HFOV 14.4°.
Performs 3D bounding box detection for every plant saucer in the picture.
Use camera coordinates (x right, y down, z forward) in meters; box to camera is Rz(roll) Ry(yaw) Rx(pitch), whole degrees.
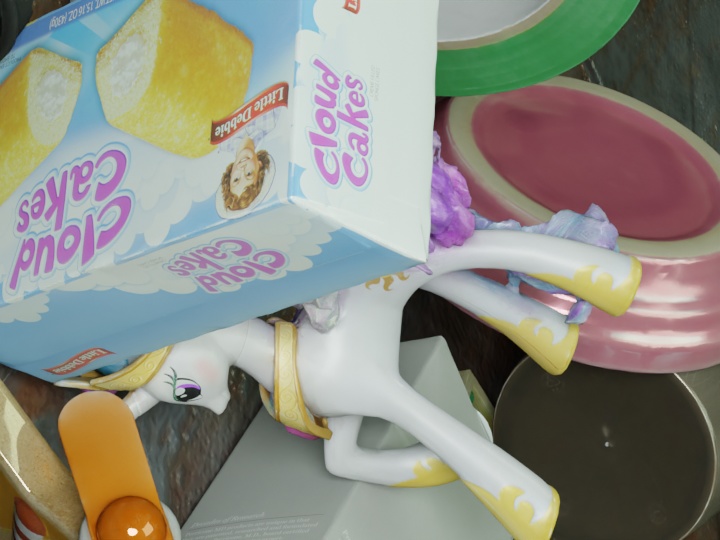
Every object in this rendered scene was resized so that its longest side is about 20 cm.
[{"bbox_3d":[0.104,-0.032,1.334,0.201,0.200,0.051,-47,161,-55],"label":"plant saucer"}]

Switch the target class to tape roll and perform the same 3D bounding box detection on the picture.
[{"bbox_3d":[0.024,-0.159,1.137,0.201,0.200,0.048,59,34,-35],"label":"tape roll"}]

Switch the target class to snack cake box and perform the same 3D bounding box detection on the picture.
[{"bbox_3d":[-0.065,-0.041,1.005,0.067,0.200,0.115,24,60,-39],"label":"snack cake box"}]

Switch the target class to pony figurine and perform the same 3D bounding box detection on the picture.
[{"bbox_3d":[0.000,0.000,1.096,0.167,0.200,0.193,-139,-113,-73],"label":"pony figurine"}]

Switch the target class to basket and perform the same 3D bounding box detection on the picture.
[{"bbox_3d":[0.155,0.054,1.403,0.200,0.180,0.136,-36,125,-59],"label":"basket"}]

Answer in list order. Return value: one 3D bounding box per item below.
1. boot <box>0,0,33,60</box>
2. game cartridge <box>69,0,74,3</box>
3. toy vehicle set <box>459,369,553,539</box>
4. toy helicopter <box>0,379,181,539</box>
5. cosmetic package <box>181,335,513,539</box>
[{"bbox_3d":[-0.186,-0.111,0.939,0.211,0.079,0.158,63,33,-30],"label":"boot"},{"bbox_3d":[-0.073,-0.117,1.194,0.133,0.040,0.200,4,78,-57],"label":"game cartridge"},{"bbox_3d":[0.043,0.162,1.331,0.124,0.026,0.200,57,36,-36],"label":"toy vehicle set"},{"bbox_3d":[-0.110,0.079,0.992,0.079,0.132,0.200,-38,100,-23],"label":"toy helicopter"},{"bbox_3d":[-0.012,0.125,1.184,0.107,0.090,0.200,68,28,-22],"label":"cosmetic package"}]
